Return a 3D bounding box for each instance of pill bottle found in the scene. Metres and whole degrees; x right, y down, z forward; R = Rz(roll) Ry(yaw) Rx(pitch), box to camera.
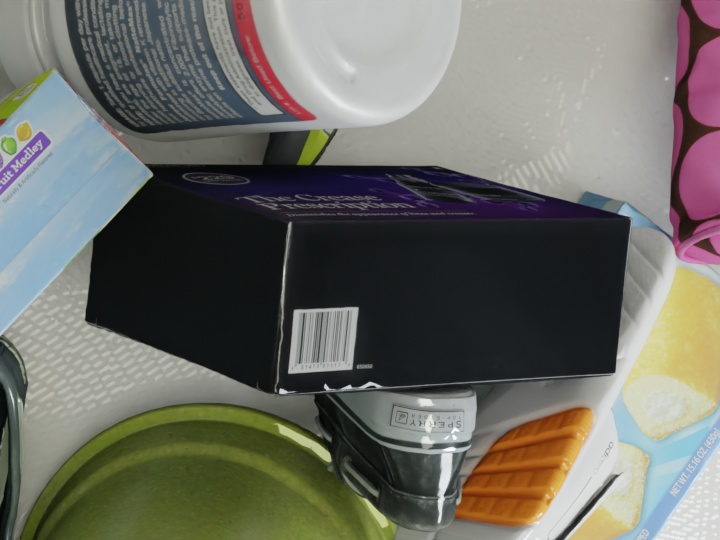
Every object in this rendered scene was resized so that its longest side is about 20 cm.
[{"bbox_3d":[-0.065,-0.117,1.197,0.119,0.199,0.121,2,87,-47],"label":"pill bottle"}]

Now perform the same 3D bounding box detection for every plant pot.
[{"bbox_3d":[-0.083,0.175,1.222,0.199,0.184,0.202,1,98,8],"label":"plant pot"}]

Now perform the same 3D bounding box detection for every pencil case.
[{"bbox_3d":[0.197,-0.101,1.305,0.090,0.094,0.202,7,73,-18],"label":"pencil case"}]

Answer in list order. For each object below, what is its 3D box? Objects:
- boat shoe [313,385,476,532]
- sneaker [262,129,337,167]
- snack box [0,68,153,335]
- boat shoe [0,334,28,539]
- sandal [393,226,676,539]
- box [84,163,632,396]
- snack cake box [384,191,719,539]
[{"bbox_3d":[0.006,0.070,1.254,0.071,0.200,0.072,7,98,-8],"label":"boat shoe"},{"bbox_3d":[-0.038,-0.140,1.296,0.080,0.074,0.202,4,89,-3],"label":"sneaker"},{"bbox_3d":[-0.195,0.006,1.181,0.068,0.200,0.169,46,68,-11],"label":"snack box"},{"bbox_3d":[-0.194,0.126,1.255,0.072,0.062,0.202,13,92,-14],"label":"boat shoe"},{"bbox_3d":[0.096,0.077,1.271,0.059,0.079,0.207,45,73,-37],"label":"sandal"},{"bbox_3d":[0.000,0.000,1.215,0.199,0.141,0.080,-1,100,-40],"label":"box"},{"bbox_3d":[0.105,0.076,1.345,0.115,0.067,0.201,36,87,-15],"label":"snack cake box"}]
